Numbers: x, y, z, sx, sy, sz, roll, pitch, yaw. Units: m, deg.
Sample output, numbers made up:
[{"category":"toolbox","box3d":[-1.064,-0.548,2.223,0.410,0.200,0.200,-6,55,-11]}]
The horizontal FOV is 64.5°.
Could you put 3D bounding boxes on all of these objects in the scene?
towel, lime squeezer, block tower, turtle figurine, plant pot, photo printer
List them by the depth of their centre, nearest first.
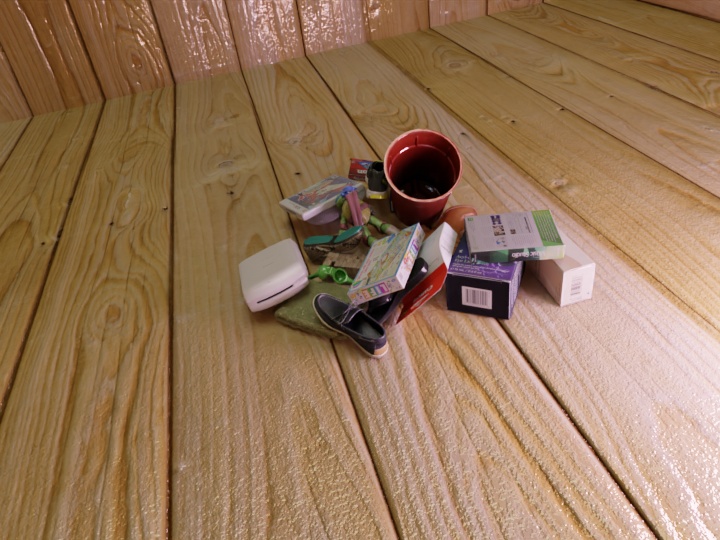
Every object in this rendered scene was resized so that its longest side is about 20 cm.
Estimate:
[{"category":"towel","box3d":[-0.086,0.087,1.296,0.194,0.037,0.149,13,42,26]},{"category":"lime squeezer","box3d":[-0.061,0.022,1.351,0.194,0.072,0.038,11,44,25]},{"category":"photo printer","box3d":[-0.208,0.012,1.358,0.162,0.071,0.201,-26,28,-3]},{"category":"block tower","box3d":[0.000,0.000,1.379,0.193,0.055,0.058,4,38,19]},{"category":"plant pot","box3d":[0.155,-0.220,1.481,0.193,0.196,0.208,0,68,1]},{"category":"turtle figurine","box3d":[0.004,-0.102,1.501,0.192,0.204,0.142,38,30,23]}]

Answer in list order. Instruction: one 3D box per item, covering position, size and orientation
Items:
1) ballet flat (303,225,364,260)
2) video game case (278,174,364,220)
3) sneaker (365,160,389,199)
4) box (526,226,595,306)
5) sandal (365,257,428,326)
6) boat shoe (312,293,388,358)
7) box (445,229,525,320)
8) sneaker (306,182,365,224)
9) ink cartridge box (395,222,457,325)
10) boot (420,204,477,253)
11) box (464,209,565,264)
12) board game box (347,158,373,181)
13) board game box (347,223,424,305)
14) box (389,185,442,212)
[{"category":"ballet flat","box3d":[-0.058,-0.060,1.435,0.195,0.077,0.068,-11,27,35]},{"category":"video game case","box3d":[-0.112,-0.207,1.588,0.196,0.024,0.181,-29,28,-19]},{"category":"sneaker","box3d":[0.053,-0.260,1.535,0.072,0.087,0.202,6,30,-4]},{"category":"box","box3d":[0.434,-0.023,1.278,0.075,0.097,0.202,-14,34,-7]},{"category":"sandal","box3d":[0.063,0.043,1.234,0.201,0.048,0.076,-48,24,7]},{"category":"boat shoe","box3d":[-0.020,0.102,1.195,0.198,0.063,0.074,36,53,24]},{"category":"box","box3d":[0.283,-0.003,1.274,0.143,0.107,0.202,7,39,22]},{"category":"sneaker","box3d":[-0.077,-0.189,1.657,0.195,0.076,0.082,-26,8,-13]},{"category":"ink cartridge box","box3d":[0.133,0.006,1.262,0.047,0.160,0.202,38,41,-10]},{"category":"boot","box3d":[0.228,-0.078,1.420,0.195,0.075,0.156,-26,36,-1]},{"category":"box","box3d":[0.328,-0.074,1.241,0.193,0.037,0.146,-5,36,8]},{"category":"board game box","box3d":[0.064,-0.284,1.661,0.193,0.020,0.104,8,38,1]},{"category":"board game box","box3d":[0.060,-0.016,1.262,0.132,0.035,0.202,-21,26,34]},{"category":"box","box3d":[0.166,-0.245,1.679,0.153,0.047,0.203,-3,36,8]}]
